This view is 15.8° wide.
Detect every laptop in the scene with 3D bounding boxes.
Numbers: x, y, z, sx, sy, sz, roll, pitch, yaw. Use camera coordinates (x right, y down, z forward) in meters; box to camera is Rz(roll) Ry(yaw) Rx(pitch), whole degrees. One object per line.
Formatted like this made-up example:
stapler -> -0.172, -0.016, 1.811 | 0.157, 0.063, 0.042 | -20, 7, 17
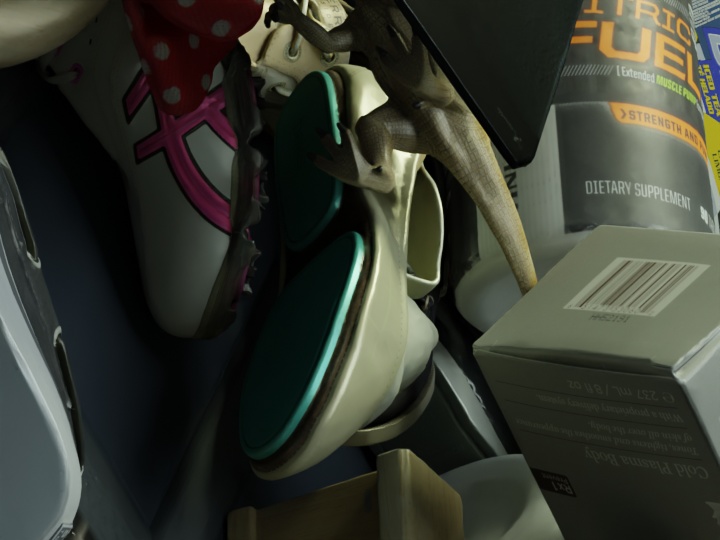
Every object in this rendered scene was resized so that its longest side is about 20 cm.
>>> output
laptop -> -0.012, -0.141, 0.862 | 0.103, 0.200, 0.178 | -45, 119, -16

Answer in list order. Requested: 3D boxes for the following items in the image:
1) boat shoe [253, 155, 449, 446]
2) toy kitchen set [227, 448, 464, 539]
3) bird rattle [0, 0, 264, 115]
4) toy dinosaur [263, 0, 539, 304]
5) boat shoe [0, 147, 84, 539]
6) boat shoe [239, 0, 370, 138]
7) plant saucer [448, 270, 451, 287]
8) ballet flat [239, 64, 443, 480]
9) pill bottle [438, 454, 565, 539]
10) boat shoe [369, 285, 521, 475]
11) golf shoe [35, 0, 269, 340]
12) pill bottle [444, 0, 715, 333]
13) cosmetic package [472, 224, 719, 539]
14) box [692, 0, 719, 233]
boat shoe -> 0.000, 0.000, 1.022 | 0.200, 0.072, 0.063 | -71, 167, -62
toy kitchen set -> 0.003, 0.125, 0.835 | 0.180, 0.162, 0.201 | 45, 33, -47
bird rattle -> -0.116, -0.130, 0.834 | 0.163, 0.112, 0.201 | -35, 109, -26
toy dinosaur -> 0.024, -0.061, 0.916 | 0.201, 0.058, 0.101 | 62, 26, 8
boat shoe -> -0.128, -0.011, 0.774 | 0.066, 0.070, 0.201 | -44, 112, -84
boat shoe -> -0.036, -0.098, 1.048 | 0.200, 0.065, 0.073 | 27, 48, -60
plant saucer -> 0.075, 0.038, 1.218 | 0.201, 0.051, 0.201 | 49, 30, -42
ballet flat -> 0.001, 0.004, 0.936 | 0.070, 0.069, 0.201 | 52, 30, -38
pill bottle -> 0.076, 0.182, 1.025 | 0.201, 0.112, 0.112 | 63, 24, -19
boat shoe -> 0.061, 0.097, 1.099 | 0.060, 0.075, 0.201 | -43, 113, -52
golf shoe -> -0.081, -0.074, 0.935 | 0.073, 0.092, 0.201 | -163, -111, -78
pill bottle -> 0.084, -0.078, 1.044 | 0.106, 0.106, 0.201 | 38, 43, -53
cosmetic package -> 0.134, 0.087, 0.928 | 0.090, 0.107, 0.201 | -40, 116, -31
box -> 0.134, -0.061, 1.163 | 0.064, 0.070, 0.201 | -25, 113, -49
